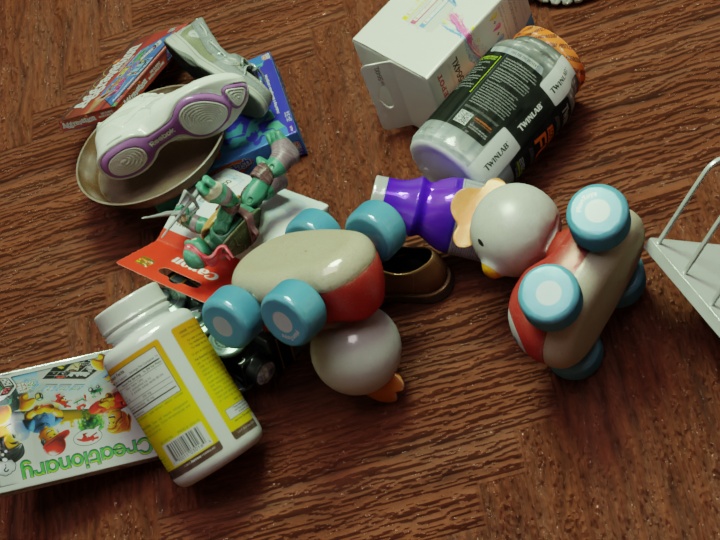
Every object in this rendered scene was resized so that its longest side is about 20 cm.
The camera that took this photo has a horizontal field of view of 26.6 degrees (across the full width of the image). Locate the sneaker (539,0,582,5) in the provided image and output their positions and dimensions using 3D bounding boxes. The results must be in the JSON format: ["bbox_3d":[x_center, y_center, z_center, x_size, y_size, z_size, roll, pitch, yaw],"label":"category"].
[{"bbox_3d":[0.221,-0.374,1.867,0.198,0.081,0.076,-4,53,16],"label":"sneaker"}]

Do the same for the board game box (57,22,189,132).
[{"bbox_3d":[-0.298,-0.248,1.946,0.102,0.020,0.201,-12,32,34],"label":"board game box"}]

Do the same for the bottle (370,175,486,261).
[{"bbox_3d":[0.108,-0.057,1.642,0.198,0.084,0.065,13,34,1],"label":"bottle"}]

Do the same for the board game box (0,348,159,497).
[{"bbox_3d":[-0.304,0.159,1.639,0.198,0.035,0.127,-13,77,-13],"label":"board game box"}]

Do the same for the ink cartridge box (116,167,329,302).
[{"bbox_3d":[-0.156,-0.041,1.735,0.159,0.048,0.200,22,37,30],"label":"ink cartridge box"}]

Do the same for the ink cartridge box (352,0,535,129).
[{"bbox_3d":[0.096,-0.258,1.798,0.125,0.129,0.200,32,72,34],"label":"ink cartridge box"}]

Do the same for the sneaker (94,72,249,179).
[{"bbox_3d":[-0.228,-0.189,1.785,0.199,0.075,0.100,-26,44,2],"label":"sneaker"}]

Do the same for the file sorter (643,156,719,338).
[{"bbox_3d":[0.404,0.001,1.469,0.201,0.138,0.125,57,130,38],"label":"file sorter"}]

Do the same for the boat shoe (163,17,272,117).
[{"bbox_3d":[-0.167,-0.253,1.869,0.065,0.075,0.202,-44,45,-9],"label":"boat shoe"}]

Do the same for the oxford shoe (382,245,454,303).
[{"bbox_3d":[0.000,0.000,1.689,0.198,0.071,0.072,-8,55,16],"label":"oxford shoe"}]

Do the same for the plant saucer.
[{"bbox_3d":[-0.247,-0.143,1.831,0.199,0.035,0.201,-14,45,14],"label":"plant saucer"}]

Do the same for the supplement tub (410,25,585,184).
[{"bbox_3d":[0.159,-0.174,1.720,0.122,0.123,0.200,30,71,34],"label":"supplement tub"}]

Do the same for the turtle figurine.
[{"bbox_3d":[-0.152,-0.065,1.675,0.200,0.101,0.149,-44,11,-30],"label":"turtle figurine"}]

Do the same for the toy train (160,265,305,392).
[{"bbox_3d":[-0.151,0.058,1.700,0.199,0.086,0.114,29,57,36],"label":"toy train"}]

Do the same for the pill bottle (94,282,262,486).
[{"bbox_3d":[-0.196,0.117,1.594,0.109,0.109,0.201,-31,89,-4],"label":"pill bottle"}]

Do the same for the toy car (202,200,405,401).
[{"bbox_3d":[-0.029,0.062,1.591,0.176,0.201,0.184,-5,29,43],"label":"toy car"}]

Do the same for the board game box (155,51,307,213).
[{"bbox_3d":[-0.179,-0.171,1.888,0.199,0.045,0.153,-24,51,3],"label":"board game box"}]

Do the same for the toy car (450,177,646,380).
[{"bbox_3d":[0.169,-0.014,1.540,0.199,0.184,0.178,28,79,25],"label":"toy car"}]
